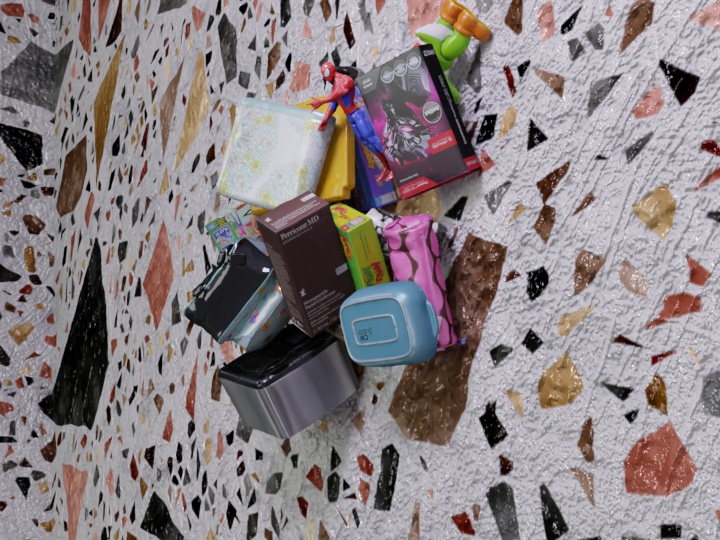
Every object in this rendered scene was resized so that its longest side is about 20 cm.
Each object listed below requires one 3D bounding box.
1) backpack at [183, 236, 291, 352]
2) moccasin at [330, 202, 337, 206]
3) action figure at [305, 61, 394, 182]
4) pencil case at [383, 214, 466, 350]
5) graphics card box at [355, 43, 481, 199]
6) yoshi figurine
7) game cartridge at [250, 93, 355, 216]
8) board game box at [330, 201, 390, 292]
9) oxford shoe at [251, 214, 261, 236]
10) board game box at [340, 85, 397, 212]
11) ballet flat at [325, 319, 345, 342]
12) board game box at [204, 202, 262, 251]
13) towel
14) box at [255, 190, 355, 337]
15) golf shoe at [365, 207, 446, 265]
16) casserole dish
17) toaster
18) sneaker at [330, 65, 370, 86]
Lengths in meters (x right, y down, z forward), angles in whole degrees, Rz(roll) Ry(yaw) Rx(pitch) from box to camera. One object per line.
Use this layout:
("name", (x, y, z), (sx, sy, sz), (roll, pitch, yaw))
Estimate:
("backpack", (-0.181, 0.038, 1.615), (0.176, 0.153, 0.200), (-55, -2, 8))
("moccasin", (-0.069, -0.152, 1.625), (0.080, 0.068, 0.201), (-38, 78, 49))
("action figure", (-0.024, -0.216, 1.462), (0.201, 0.099, 0.065), (62, 163, -13))
("pencil case", (0.089, 0.020, 1.394), (0.094, 0.090, 0.202), (-52, -51, -84))
("graphics card box", (0.085, -0.220, 1.426), (0.125, 0.051, 0.202), (-19, 93, 35))
("yoshi figurine", (0.122, -0.306, 1.480), (0.112, 0.112, 0.200), (40, 108, 8))
("game cartridge", (-0.097, -0.189, 1.564), (0.199, 0.032, 0.178), (-9, 76, 35))
("board game box", (0.000, 0.000, 1.521), (0.101, 0.047, 0.201), (31, 144, 53))
("oxford shoe", (-0.088, -0.049, 1.623), (0.199, 0.072, 0.072), (32, 95, 17))
("board game box", (-0.020, -0.199, 1.627), (0.134, 0.045, 0.202), (-7, 102, 57))
("ballet flat", (-0.025, 0.090, 1.545), (0.199, 0.067, 0.047), (27, 143, 47))
("board game box", (-0.167, -0.068, 1.705), (0.199, 0.029, 0.135), (-28, 92, 24))
("towel", (-0.140, -0.185, 1.551), (0.199, 0.048, 0.173), (17, 94, 35))
("box", (-0.078, -0.009, 1.485), (0.075, 0.100, 0.201), (31, 146, 52))
("golf shoe", (0.051, -0.054, 1.499), (0.199, 0.094, 0.078), (-5, 54, 56))
("casserole dish", (0.033, 0.083, 1.390), (0.199, 0.039, 0.122), (-13, 91, 52))
("toaster", (-0.116, 0.180, 1.625), (0.199, 0.180, 0.119), (3, 121, 57))
("sneaker", (-0.004, -0.286, 1.654), (0.074, 0.087, 0.201), (-55, 41, 36))
